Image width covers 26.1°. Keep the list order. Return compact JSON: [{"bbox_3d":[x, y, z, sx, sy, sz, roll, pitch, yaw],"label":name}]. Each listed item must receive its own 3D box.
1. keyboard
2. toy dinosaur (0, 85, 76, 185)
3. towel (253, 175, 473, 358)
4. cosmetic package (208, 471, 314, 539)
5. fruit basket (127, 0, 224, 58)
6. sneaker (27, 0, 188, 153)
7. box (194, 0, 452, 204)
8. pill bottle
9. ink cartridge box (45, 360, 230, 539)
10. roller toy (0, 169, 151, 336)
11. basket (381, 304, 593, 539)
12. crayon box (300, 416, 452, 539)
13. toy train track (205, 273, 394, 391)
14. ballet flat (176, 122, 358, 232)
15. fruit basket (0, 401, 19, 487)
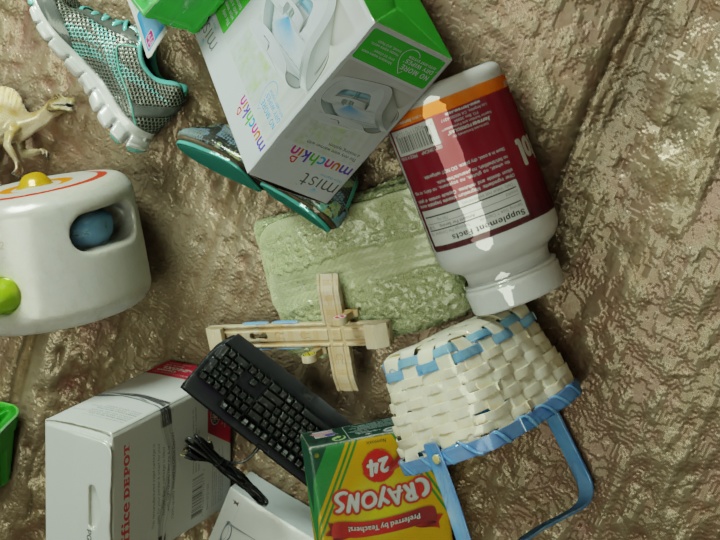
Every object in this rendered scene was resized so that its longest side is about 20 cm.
[{"bbox_3d":[-0.088,0.161,1.474,0.200,0.021,0.127,40,96,-17],"label":"keyboard"},{"bbox_3d":[-0.378,-0.138,1.550,0.199,0.058,0.101,1,74,5],"label":"toy dinosaur"},{"bbox_3d":[0.000,0.000,1.446,0.199,0.036,0.149,-15,98,26],"label":"towel"},{"bbox_3d":[-0.092,0.326,1.565,0.151,0.052,0.200,30,114,17],"label":"cosmetic package"},{"bbox_3d":[-0.171,-0.321,1.380,0.185,0.094,0.200,-42,59,33],"label":"fruit basket"},{"bbox_3d":[-0.237,-0.214,1.483,0.091,0.078,0.200,-36,92,11],"label":"sneaker"},{"bbox_3d":[-0.037,-0.192,1.327,0.176,0.097,0.200,-46,45,26],"label":"box"},{"bbox_3d":[0.102,-0.069,1.340,0.113,0.113,0.201,-18,96,26],"label":"pill bottle"},{"bbox_3d":[-0.211,0.186,1.491,0.083,0.200,0.146,11,108,27],"label":"ink cartridge box"},{"bbox_3d":[-0.300,-0.026,1.490,0.182,0.200,0.140,-11,101,-8],"label":"roller toy"},{"bbox_3d":[0.119,0.141,1.362,0.139,0.176,0.200,-28,85,43],"label":"basket"},{"bbox_3d":[0.021,0.243,1.461,0.127,0.051,0.201,-10,103,-11],"label":"crayon box"},{"bbox_3d":[-0.064,0.064,1.457,0.199,0.033,0.115,-3,105,30],"label":"toy train track"},{"bbox_3d":[-0.082,-0.101,1.439,0.200,0.074,0.074,29,114,27],"label":"ballet flat"},{"bbox_3d":[-0.471,0.149,1.640,0.215,0.156,0.216,13,126,19],"label":"fruit basket"}]
